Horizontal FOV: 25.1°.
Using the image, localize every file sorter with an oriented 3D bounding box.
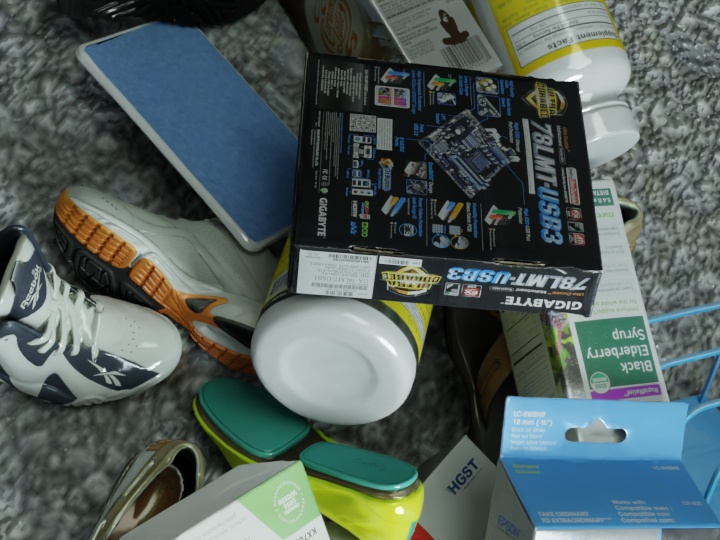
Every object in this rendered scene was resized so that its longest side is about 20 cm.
[{"bbox_3d":[0.269,0.133,1.180,0.138,0.123,0.200,-10,41,-27],"label":"file sorter"}]

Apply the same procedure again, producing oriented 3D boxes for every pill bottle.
[{"bbox_3d":[0.000,0.000,1.126,0.112,0.113,0.201,28,45,-10],"label":"pill bottle"},{"bbox_3d":[0.154,-0.184,1.318,0.111,0.111,0.201,-12,74,-27],"label":"pill bottle"}]

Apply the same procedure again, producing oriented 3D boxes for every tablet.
[{"bbox_3d":[-0.108,-0.106,1.196,0.200,0.014,0.130,48,38,8],"label":"tablet"}]

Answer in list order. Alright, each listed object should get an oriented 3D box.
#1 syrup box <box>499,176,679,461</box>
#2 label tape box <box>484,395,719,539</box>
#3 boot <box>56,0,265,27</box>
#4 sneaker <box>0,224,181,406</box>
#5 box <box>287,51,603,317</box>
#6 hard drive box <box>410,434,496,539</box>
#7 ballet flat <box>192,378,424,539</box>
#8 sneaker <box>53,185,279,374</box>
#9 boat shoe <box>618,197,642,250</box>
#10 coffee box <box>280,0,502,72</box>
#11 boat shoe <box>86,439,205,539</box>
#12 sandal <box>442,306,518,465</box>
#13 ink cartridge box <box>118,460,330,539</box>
[{"bbox_3d":[0.152,0.043,1.141,0.078,0.081,0.201,-5,71,-20],"label":"syrup box"},{"bbox_3d":[0.155,0.188,1.047,0.143,0.063,0.202,3,100,-23],"label":"label tape box"},{"bbox_3d":[-0.171,-0.271,1.233,0.210,0.080,0.158,-4,53,-42],"label":"boot"},{"bbox_3d":[-0.205,0.028,1.057,0.198,0.130,0.080,14,66,-15],"label":"sneaker"},{"bbox_3d":[0.055,-0.061,1.081,0.197,0.050,0.201,6,45,-5],"label":"box"},{"bbox_3d":[0.083,0.245,1.127,0.200,0.077,0.156,45,58,0],"label":"hard drive box"},{"bbox_3d":[-0.041,0.138,1.098,0.199,0.067,0.067,21,32,36],"label":"ballet flat"},{"bbox_3d":[-0.124,-0.009,1.154,0.199,0.076,0.092,34,52,-16],"label":"sneaker"},{"bbox_3d":[0.127,-0.027,1.252,0.199,0.068,0.075,-10,65,-28],"label":"boat shoe"},{"bbox_3d":[0.010,-0.206,1.264,0.079,0.114,0.201,-26,80,-29],"label":"coffee box"},{"bbox_3d":[-0.154,0.200,1.047,0.074,0.068,0.201,23,62,-15],"label":"boat shoe"},{"bbox_3d":[0.108,0.087,1.189,0.081,0.055,0.202,-1,88,-20],"label":"sandal"},{"bbox_3d":[-0.061,0.236,1.028,0.117,0.067,0.201,-28,101,-43],"label":"ink cartridge box"}]
